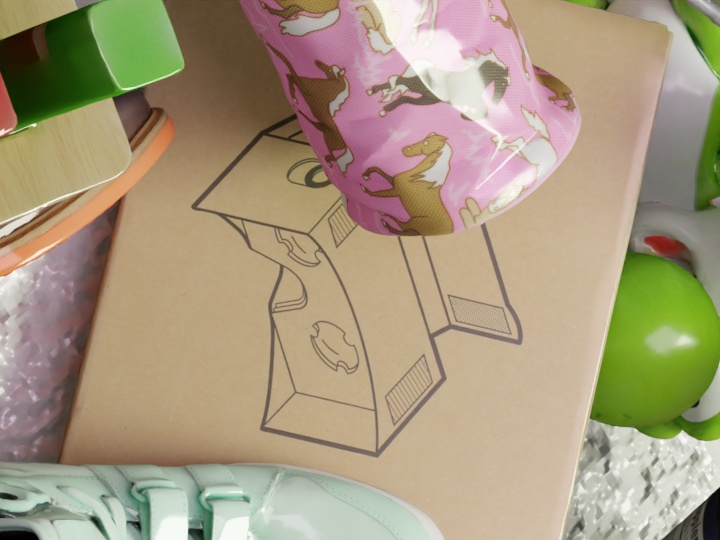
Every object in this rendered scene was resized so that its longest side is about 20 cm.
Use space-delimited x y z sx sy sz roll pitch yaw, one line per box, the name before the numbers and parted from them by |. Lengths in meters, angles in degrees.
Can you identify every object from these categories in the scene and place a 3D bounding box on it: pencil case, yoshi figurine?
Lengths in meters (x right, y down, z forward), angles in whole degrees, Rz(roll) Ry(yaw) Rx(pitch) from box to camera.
pencil case | -0.006 -0.103 0.805 0.087 0.083 0.200 -43 120 -27
yoshi figurine | 0.096 -0.031 0.946 0.112 0.112 0.200 -13 102 -24

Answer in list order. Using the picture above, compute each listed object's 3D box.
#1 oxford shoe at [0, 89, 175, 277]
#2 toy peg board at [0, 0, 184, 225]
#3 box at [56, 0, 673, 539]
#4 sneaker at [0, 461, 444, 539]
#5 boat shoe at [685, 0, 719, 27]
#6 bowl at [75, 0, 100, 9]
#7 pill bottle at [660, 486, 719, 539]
oxford shoe | -0.145 -0.023 0.811 0.200 0.071 0.073 -26 101 -29
toy peg board | -0.153 -0.091 0.670 0.199 0.098 0.200 -24 96 -34
box | 0.000 0.000 0.885 0.163 0.021 0.200 13 83 -4
sneaker | -0.066 0.093 0.798 0.200 0.118 0.074 2 88 -9
boat shoe | 0.072 -0.142 0.833 0.202 0.074 0.065 40 33 -31
bowl | -0.163 -0.136 0.774 0.200 0.075 0.200 14 75 -31
pill bottle | 0.138 0.129 0.916 0.112 0.112 0.200 24 124 -31
